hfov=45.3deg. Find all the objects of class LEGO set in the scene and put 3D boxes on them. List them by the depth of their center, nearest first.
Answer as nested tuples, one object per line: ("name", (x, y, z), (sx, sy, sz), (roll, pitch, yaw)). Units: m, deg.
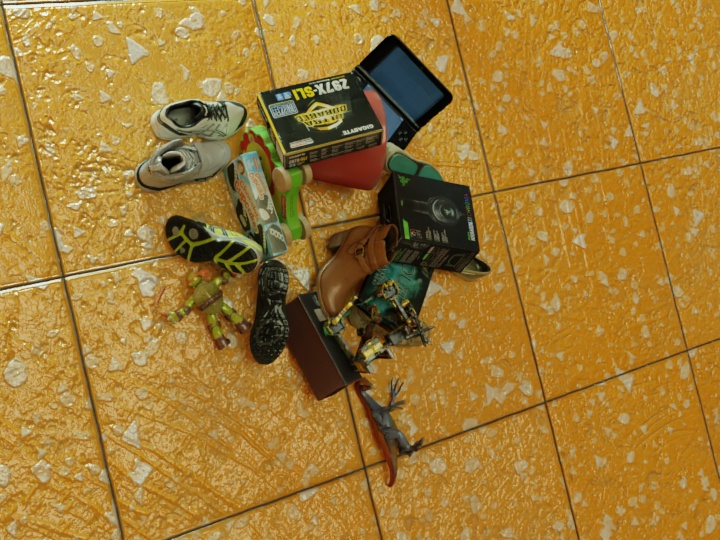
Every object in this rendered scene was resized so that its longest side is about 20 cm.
("LEGO set", (0.035, 0.108, 1.659), (0.199, 0.116, 0.155), (-24, 93, -18))

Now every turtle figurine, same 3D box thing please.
("turtle figurine", (-0.275, 0.057, 1.635), (0.200, 0.064, 0.162), (-41, 102, -27))

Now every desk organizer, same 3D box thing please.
("desk organizer", (-0.087, 0.149, 1.713), (0.201, 0.077, 0.072), (61, 27, 10))

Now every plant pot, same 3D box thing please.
("plant pot", (-0.060, -0.265, 1.743), (0.176, 0.200, 0.203), (0, 82, -17))

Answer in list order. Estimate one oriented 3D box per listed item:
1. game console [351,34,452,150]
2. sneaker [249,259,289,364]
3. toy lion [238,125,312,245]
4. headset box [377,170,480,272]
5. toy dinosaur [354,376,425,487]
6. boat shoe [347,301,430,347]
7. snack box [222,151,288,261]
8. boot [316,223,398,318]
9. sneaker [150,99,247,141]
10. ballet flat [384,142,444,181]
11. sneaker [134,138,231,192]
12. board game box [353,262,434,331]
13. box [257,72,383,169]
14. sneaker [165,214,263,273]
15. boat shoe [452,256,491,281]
("game console", (0.066, -0.365, 1.856), (0.200, 0.116, 0.176), (42, 65, -15))
("sneaker", (-0.171, 0.081, 1.669), (0.075, 0.091, 0.202), (9, 90, -6))
("toy lion", (-0.174, -0.172, 1.679), (0.068, 0.191, 0.201), (-24, 134, -32))
("headset box", (0.135, -0.103, 1.826), (0.198, 0.093, 0.176), (9, 56, -20))
("toy dinosaur", (0.044, 0.309, 1.758), (0.181, 0.105, 0.201), (33, 80, 2))
("boat shoe", (0.069, 0.114, 1.811), (0.198, 0.063, 0.074), (16, 75, -25))
("snack box", (-0.205, -0.118, 1.671), (0.037, 0.116, 0.202), (-18, 90, -29))
("boot", (0.000, 0.000, 1.727), (0.077, 0.154, 0.202), (42, 51, -42))
("sneaker", (-0.300, -0.293, 1.665), (0.199, 0.087, 0.076), (-16, 88, -31))
("ballet flat", (0.111, -0.219, 1.879), (0.199, 0.069, 0.070), (32, 67, -43))
("sneaker", (-0.320, -0.205, 1.624), (0.199, 0.115, 0.076), (-23, 93, -29))
("board game box", (0.075, 0.031, 1.802), (0.135, 0.028, 0.201), (33, 48, -12))
("box", (-0.077, -0.284, 1.623), (0.198, 0.050, 0.161), (-16, 58, -16))
("sneaker", (-0.276, -0.048, 1.630), (0.199, 0.076, 0.076), (24, 107, 9))
("boat shoe", (0.196, -0.031, 1.902), (0.199, 0.063, 0.074), (26, 71, -23))
